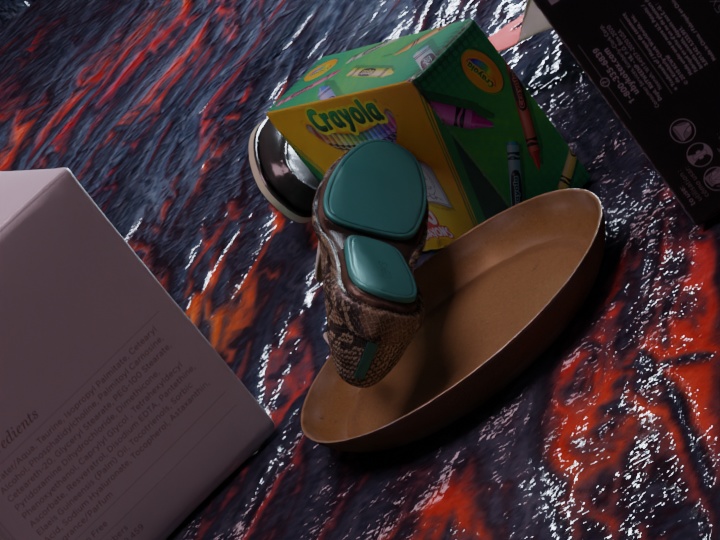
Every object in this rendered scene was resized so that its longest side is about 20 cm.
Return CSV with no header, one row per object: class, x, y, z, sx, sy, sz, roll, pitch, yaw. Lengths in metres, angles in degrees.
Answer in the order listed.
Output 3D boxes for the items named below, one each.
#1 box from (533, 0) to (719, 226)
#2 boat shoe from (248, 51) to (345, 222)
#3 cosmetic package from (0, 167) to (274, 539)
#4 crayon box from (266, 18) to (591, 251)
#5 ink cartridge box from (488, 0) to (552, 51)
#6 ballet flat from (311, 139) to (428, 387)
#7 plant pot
box,0.166,-0.150,1.277,0.132,0.200,0.115,-32,16,23
boat shoe,-0.024,-0.099,1.792,0.063,0.074,0.202,-39,10,28
cosmetic package,-0.191,0.069,1.480,0.166,0.200,0.167,-44,17,-17
crayon box,0.037,-0.076,1.511,0.058,0.119,0.200,-45,17,-21
ink cartridge box,0.159,-0.209,1.655,0.199,0.047,0.160,-18,15,49
ballet flat,0.000,0.000,1.391,0.200,0.067,0.076,-89,18,-62
plant pot,0.054,0.031,1.351,0.200,0.028,0.200,-37,16,12
